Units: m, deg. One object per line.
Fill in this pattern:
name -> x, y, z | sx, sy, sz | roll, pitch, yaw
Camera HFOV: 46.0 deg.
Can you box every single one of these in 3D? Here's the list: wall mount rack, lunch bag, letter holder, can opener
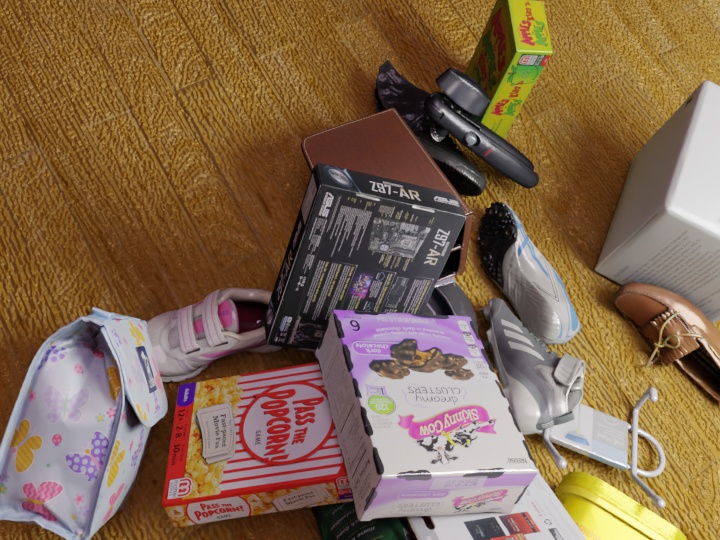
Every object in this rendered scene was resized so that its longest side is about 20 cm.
wall mount rack -> 0.273, 0.190, 0.967 | 0.197, 0.075, 0.175 | 21, 44, -1
lunch bag -> -0.261, 0.142, 0.831 | 0.125, 0.170, 0.204 | 15, 83, -2
letter holder -> 0.021, -0.077, 1.006 | 0.140, 0.102, 0.201 | -19, 52, -17
can opener -> 0.156, -0.165, 1.070 | 0.199, 0.078, 0.064 | 38, 36, -25

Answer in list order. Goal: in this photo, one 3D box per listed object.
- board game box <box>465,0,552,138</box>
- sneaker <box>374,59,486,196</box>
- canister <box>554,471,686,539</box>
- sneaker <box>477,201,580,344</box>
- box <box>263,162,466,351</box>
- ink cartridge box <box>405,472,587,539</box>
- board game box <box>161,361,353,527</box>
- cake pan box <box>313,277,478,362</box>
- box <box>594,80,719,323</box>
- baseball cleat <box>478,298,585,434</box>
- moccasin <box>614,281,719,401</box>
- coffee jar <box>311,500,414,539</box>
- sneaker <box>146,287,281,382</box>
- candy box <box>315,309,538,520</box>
board game box -> 0.183, -0.260, 1.089 | 0.047, 0.201, 0.104 | 0, 67, -9
sneaker -> 0.093, -0.187, 1.120 | 0.197, 0.060, 0.105 | 28, 70, 6
canister -> 0.247, 0.345, 0.910 | 0.147, 0.087, 0.202 | 31, 67, 4
sneaker -> 0.209, 0.004, 1.065 | 0.072, 0.072, 0.203 | 4, 55, -45
box -> 0.000, 0.000, 0.883 | 0.157, 0.202, 0.044 | 9, 33, -19
ink cartridge box -> 0.115, 0.265, 0.848 | 0.172, 0.085, 0.201 | 0, 29, -21
board game box -> -0.097, 0.175, 0.881 | 0.196, 0.047, 0.153 | -10, 42, 4
cake pan box -> 0.041, 0.079, 1.005 | 0.196, 0.052, 0.187 | -12, 72, -15
box -> 0.429, -0.076, 1.057 | 0.169, 0.200, 0.201 | 27, 66, 0
baseball cleat -> 0.200, 0.104, 0.977 | 0.104, 0.070, 0.202 | -13, 42, 7
moccasin -> 0.398, 0.092, 1.055 | 0.201, 0.074, 0.078 | 43, 58, -2
coffee jar -> 0.017, 0.286, 0.827 | 0.084, 0.200, 0.105 | -32, 116, -2
sneaker -> -0.167, 0.062, 0.953 | 0.197, 0.088, 0.083 | -17, 71, -16
candy box -> 0.059, 0.138, 0.839 | 0.165, 0.072, 0.202 | 4, 42, -23
